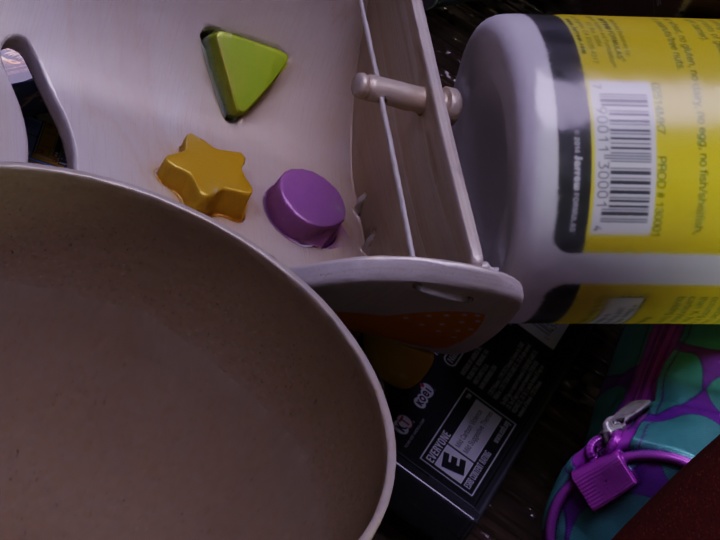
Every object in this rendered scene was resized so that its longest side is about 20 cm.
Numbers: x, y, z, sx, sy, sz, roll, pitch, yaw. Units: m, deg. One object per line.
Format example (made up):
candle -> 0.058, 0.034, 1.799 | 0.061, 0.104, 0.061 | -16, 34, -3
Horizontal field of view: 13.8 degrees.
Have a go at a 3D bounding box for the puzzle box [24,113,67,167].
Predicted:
puzzle box -> -0.106, -0.033, 1.179 | 0.133, 0.025, 0.200 | 18, 37, -7

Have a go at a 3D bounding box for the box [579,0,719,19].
box -> 0.201, -0.154, 1.204 | 0.199, 0.164, 0.166 | -2, 72, -9

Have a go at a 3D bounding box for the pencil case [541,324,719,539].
pencil case -> 0.129, 0.051, 1.152 | 0.093, 0.085, 0.200 | 63, 26, -24

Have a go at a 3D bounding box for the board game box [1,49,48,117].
board game box -> -0.191, -0.115, 1.153 | 0.200, 0.035, 0.136 | -14, 70, -23

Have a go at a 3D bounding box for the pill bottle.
pill bottle -> 0.140, -0.036, 1.102 | 0.199, 0.114, 0.114 | 1, 41, -13

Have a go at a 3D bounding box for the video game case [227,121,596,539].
video game case -> 0.000, 0.000, 1.168 | 0.181, 0.026, 0.200 | 37, 35, 0

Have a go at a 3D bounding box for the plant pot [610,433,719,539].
plant pot -> 0.194, 0.140, 0.990 | 0.199, 0.177, 0.200 | 5, 35, -24

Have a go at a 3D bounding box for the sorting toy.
sorting toy -> -0.055, -0.046, 1.079 | 0.180, 0.107, 0.200 | 8, 45, -21

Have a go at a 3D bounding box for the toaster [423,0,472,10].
toaster -> 0.063, -0.225, 1.435 | 0.200, 0.119, 0.181 | -15, 52, -41

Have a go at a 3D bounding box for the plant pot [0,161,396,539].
plant pot -> -0.103, 0.081, 0.946 | 0.200, 0.135, 0.201 | 15, 37, -11
